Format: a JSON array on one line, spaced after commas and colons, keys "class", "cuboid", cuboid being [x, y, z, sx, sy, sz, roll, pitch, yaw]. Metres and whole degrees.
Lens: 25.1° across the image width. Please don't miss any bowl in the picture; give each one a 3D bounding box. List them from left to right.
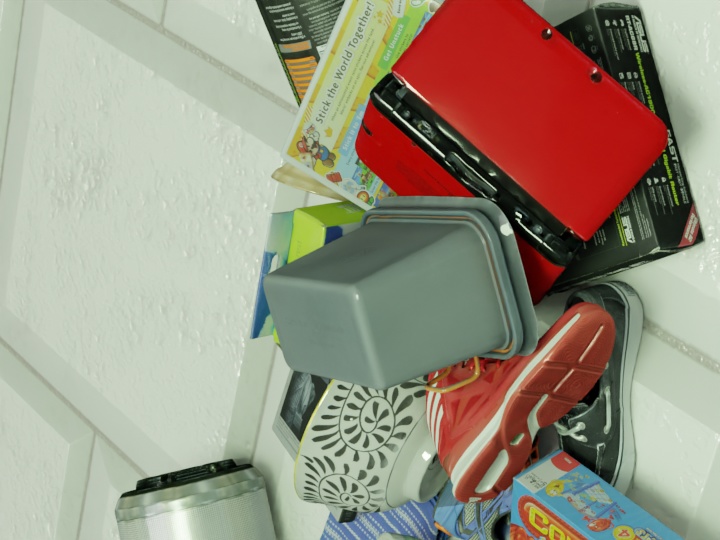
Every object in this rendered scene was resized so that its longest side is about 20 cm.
[{"class": "bowl", "cuboid": [0.039, 0.141, 1.411, 0.094, 0.200, 0.202, 33, 121, 22]}]

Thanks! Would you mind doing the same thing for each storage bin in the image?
[{"class": "storage bin", "cuboid": [0.022, 0.033, 1.253, 0.199, 0.133, 0.147, 7, 116, 61]}]

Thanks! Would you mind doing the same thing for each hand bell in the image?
[{"class": "hand bell", "cuboid": [-0.008, -0.170, 1.495, 0.104, 0.103, 0.202, 22, 100, 44]}]

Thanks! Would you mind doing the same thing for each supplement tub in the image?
[{"class": "supplement tub", "cuboid": [-0.013, -0.201, 1.387, 0.122, 0.122, 0.202, 4, 124, 48]}]

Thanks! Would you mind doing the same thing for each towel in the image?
[{"class": "towel", "cuboid": [0.015, 0.263, 1.568, 0.145, 0.024, 0.202, 43, 126, 37]}]

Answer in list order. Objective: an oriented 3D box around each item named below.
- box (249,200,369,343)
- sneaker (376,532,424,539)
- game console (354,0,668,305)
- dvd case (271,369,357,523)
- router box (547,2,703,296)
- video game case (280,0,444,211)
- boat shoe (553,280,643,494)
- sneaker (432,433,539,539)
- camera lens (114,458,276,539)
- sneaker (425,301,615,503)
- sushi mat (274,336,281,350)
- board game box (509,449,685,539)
[{"class": "box", "cuboid": [0.000, 0.000, 1.407, 0.047, 0.199, 0.123, 28, 117, 39]}, {"class": "sneaker", "cuboid": [0.095, 0.305, 1.402, 0.074, 0.117, 0.201, -65, 33, 29]}, {"class": "game console", "cuboid": [0.111, -0.097, 1.256, 0.200, 0.119, 0.173, 42, 160, 8]}, {"class": "dvd case", "cuboid": [-0.020, 0.119, 1.567, 0.150, 0.025, 0.202, 49, 131, 44]}, {"class": "router box", "cuboid": [0.176, -0.093, 1.295, 0.149, 0.062, 0.202, -20, 81, 47]}, {"class": "video game case", "cuboid": [0.046, -0.127, 1.312, 0.181, 0.023, 0.201, 31, 125, 7]}, {"class": "boat shoe", "cuboid": [0.183, 0.110, 1.317, 0.071, 0.067, 0.202, 22, 112, 44]}, {"class": "sneaker", "cuboid": [0.131, 0.163, 1.396, 0.078, 0.075, 0.202, 35, 129, 26]}, {"class": "camera lens", "cuboid": [-0.161, 0.305, 1.671, 0.159, 0.159, 0.202, -18, 83, 48]}, {"class": "sneaker", "cuboid": [0.111, 0.078, 1.290, 0.201, 0.078, 0.116, -53, 47, 22]}, {"class": "sushi mat", "cuboid": [-0.058, 0.029, 1.503, 0.200, 0.012, 0.097, 91, -164, -84]}, {"class": "board game box", "cuboid": [0.203, 0.278, 1.293, 0.199, 0.056, 0.198, 34, 138, 40]}]
